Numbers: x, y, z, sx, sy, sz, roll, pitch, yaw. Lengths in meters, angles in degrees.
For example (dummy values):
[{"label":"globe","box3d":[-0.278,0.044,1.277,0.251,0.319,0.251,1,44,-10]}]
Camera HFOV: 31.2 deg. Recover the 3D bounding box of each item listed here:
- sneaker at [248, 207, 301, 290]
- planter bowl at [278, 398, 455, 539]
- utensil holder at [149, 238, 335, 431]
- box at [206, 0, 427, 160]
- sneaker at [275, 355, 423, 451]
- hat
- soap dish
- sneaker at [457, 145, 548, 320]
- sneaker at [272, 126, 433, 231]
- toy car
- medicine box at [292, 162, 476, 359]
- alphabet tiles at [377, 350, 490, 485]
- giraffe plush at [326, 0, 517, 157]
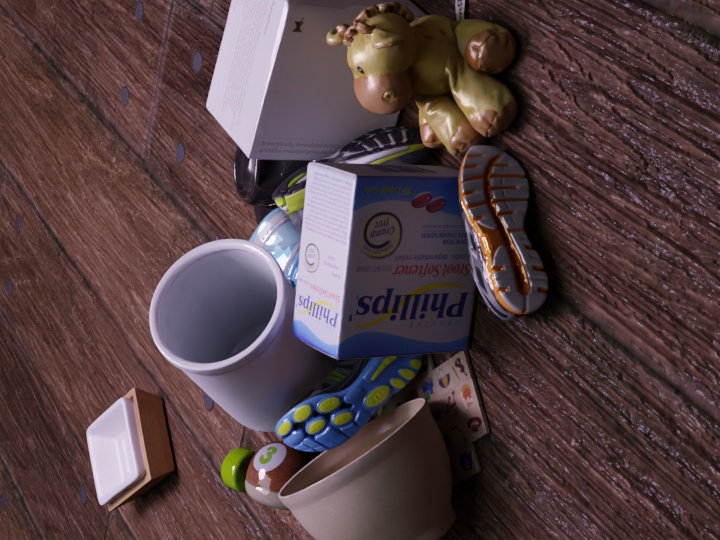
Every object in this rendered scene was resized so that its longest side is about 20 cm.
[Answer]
[{"label":"sneaker","box3d":[-0.105,0.030,1.676,0.131,0.079,0.201,43,123,21]},{"label":"planter bowl","box3d":[0.025,0.256,1.465,0.135,0.200,0.200,57,143,-1]},{"label":"utensil holder","box3d":[-0.135,0.085,1.550,0.170,0.169,0.200,60,-179,35]},{"label":"box","box3d":[-0.053,-0.247,1.540,0.131,0.198,0.201,49,131,44]},{"label":"sneaker","box3d":[-0.012,0.144,1.537,0.071,0.199,0.083,53,176,-14]},{"label":"hat","box3d":[-0.121,-0.145,1.724,0.200,0.081,0.202,-26,58,51]},{"label":"soap dish","box3d":[-0.389,0.305,2.190,0.200,0.081,0.158,-40,59,51]},{"label":"sneaker","box3d":[0.141,-0.039,1.372,0.077,0.078,0.201,119,146,-65]},{"label":"sneaker","box3d":[-0.001,-0.105,1.527,0.081,0.199,0.074,61,-169,-27]},{"label":"toy car","box3d":[-0.060,0.202,1.636,0.164,0.157,0.201,14,91,43]},{"label":"medicine box","box3d":[0.033,-0.014,1.434,0.103,0.181,0.201,22,110,55]},{"label":"alphabet tiles","box3d":[0.082,0.176,1.528,0.200,0.008,0.168,-40,59,50]},{"label":"giraffe plush","box3d":[0.058,-0.226,1.403,0.172,0.161,0.201,-32,66,53]}]
